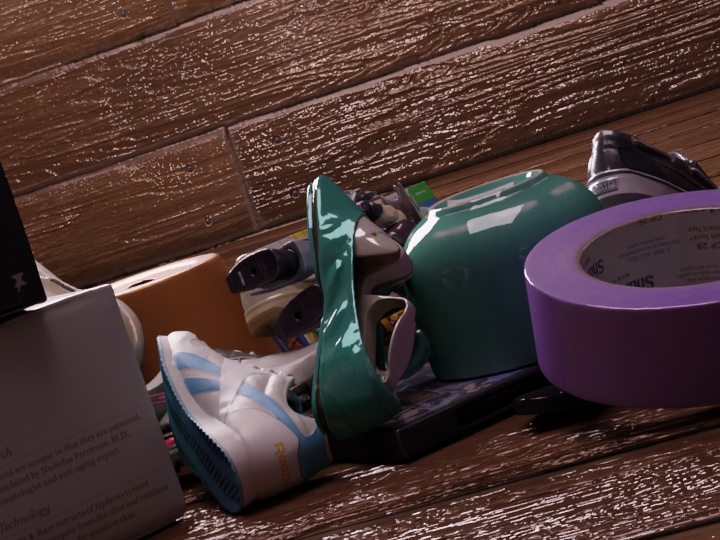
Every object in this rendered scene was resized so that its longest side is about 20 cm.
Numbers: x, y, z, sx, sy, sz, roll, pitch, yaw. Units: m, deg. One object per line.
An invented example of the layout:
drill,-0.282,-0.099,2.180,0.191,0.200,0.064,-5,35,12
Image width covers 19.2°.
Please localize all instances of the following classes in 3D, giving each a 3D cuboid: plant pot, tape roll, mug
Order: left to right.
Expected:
plant pot,-0.157,0.073,1.736,0.199,0.141,0.200,-18,7,2
mug,0.095,0.002,1.484,0.185,0.115,0.152,-25,9,-42
tape roll,0.202,0.013,1.293,0.199,0.066,0.200,-9,20,3

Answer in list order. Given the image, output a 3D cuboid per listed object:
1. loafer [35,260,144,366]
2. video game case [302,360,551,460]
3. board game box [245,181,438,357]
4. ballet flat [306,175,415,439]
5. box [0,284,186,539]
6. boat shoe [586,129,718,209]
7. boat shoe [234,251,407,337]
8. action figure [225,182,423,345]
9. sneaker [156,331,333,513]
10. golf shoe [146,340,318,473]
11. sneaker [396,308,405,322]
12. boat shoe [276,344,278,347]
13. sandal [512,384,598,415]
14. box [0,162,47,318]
loafer,-0.246,0.041,1.655,0.200,0.076,0.068,23,13,40
video game case,0.051,0.089,1.497,0.180,0.026,0.200,-22,7,-29
board game box,0.011,0.017,1.746,0.200,0.136,0.034,-24,-17,-36
ballet flat,0.004,0.020,1.430,0.070,0.201,0.067,-13,-33,16
box,-0.267,0.125,1.453,0.200,0.172,0.199,-23,8,-34
boat shoe,0.242,-0.057,1.629,0.200,0.068,0.072,19,-29,-41
boat shoe,-0.018,0.008,1.637,0.071,0.065,0.200,-29,-15,33
action figure,0.000,0.000,1.566,0.200,0.130,0.069,-12,-27,-50
sneaker,-0.086,0.098,1.470,0.081,0.077,0.200,-18,31,-17
golf shoe,-0.097,0.083,1.570,0.199,0.088,0.077,-24,-10,1
sneaker,0.119,0.025,1.636,0.200,0.079,0.077,-15,2,41
boat shoe,-0.099,0.067,1.916,0.199,0.074,0.074,-20,6,-15
sandal,0.176,0.048,1.385,0.199,0.045,0.075,-22,8,-27
box,-0.318,-0.001,1.421,0.148,0.105,0.200,-21,6,-27
